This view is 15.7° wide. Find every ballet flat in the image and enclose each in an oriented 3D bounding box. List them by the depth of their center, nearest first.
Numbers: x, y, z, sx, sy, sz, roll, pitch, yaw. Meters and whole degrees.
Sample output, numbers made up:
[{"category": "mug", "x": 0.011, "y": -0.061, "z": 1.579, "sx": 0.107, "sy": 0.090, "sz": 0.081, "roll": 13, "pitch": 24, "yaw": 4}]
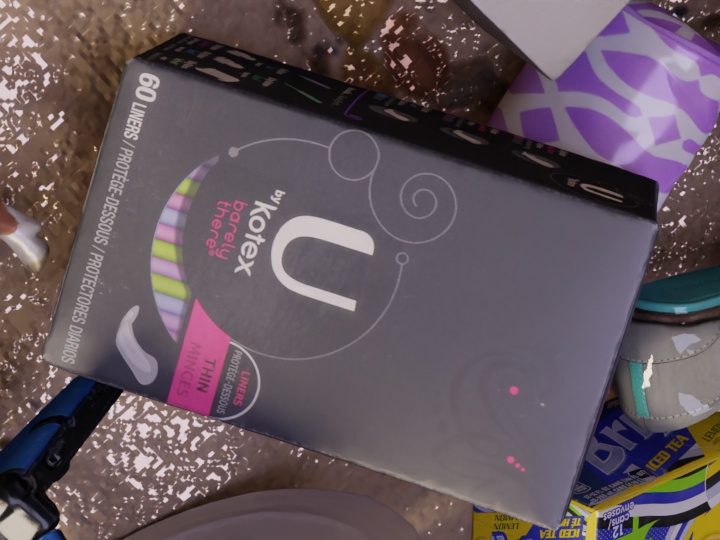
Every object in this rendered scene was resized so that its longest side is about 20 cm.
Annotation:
[{"category": "ballet flat", "x": 0.174, "y": 0.018, "z": 1.090, "sx": 0.200, "sy": 0.067, "sz": 0.064, "roll": -20, "pitch": 111, "yaw": -40}]

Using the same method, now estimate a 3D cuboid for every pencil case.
[{"category": "pencil case", "x": 0.078, "y": -0.022, "z": 1.060, "sx": 0.200, "sy": 0.084, "sz": 0.085, "roll": -56, "pitch": 156, "yaw": 8}]

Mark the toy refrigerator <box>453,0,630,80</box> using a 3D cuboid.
[{"category": "toy refrigerator", "x": 0.111, "y": -0.173, "z": 1.010, "sx": 0.200, "sy": 0.076, "sz": 0.070, "roll": -48, "pitch": 119, "yaw": 2}]

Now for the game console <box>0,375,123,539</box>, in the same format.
[{"category": "game console", "x": -0.138, "y": 0.160, "z": 0.953, "sx": 0.118, "sy": 0.171, "sz": 0.200, "roll": 44, "pitch": 115, "yaw": -5}]

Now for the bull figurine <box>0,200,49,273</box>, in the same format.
[{"category": "bull figurine", "x": -0.207, "y": 0.033, "z": 0.979, "sx": 0.121, "sy": 0.065, "sz": 0.200, "roll": 22, "pitch": 103, "yaw": -29}]

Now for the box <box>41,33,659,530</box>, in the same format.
[{"category": "box", "x": 0.000, "y": 0.000, "z": 0.972, "sx": 0.200, "sy": 0.106, "sz": 0.122, "roll": 17, "pitch": 102, "yaw": 3}]

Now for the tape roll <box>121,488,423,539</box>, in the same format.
[{"category": "tape roll", "x": -0.054, "y": 0.173, "z": 1.018, "sx": 0.202, "sy": 0.202, "sz": 0.071, "roll": -27, "pitch": 119, "yaw": -9}]

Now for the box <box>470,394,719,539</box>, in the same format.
[{"category": "box", "x": 0.136, "y": 0.087, "z": 1.088, "sx": 0.200, "sy": 0.070, "sz": 0.064, "roll": -17, "pitch": 118, "yaw": -41}]
